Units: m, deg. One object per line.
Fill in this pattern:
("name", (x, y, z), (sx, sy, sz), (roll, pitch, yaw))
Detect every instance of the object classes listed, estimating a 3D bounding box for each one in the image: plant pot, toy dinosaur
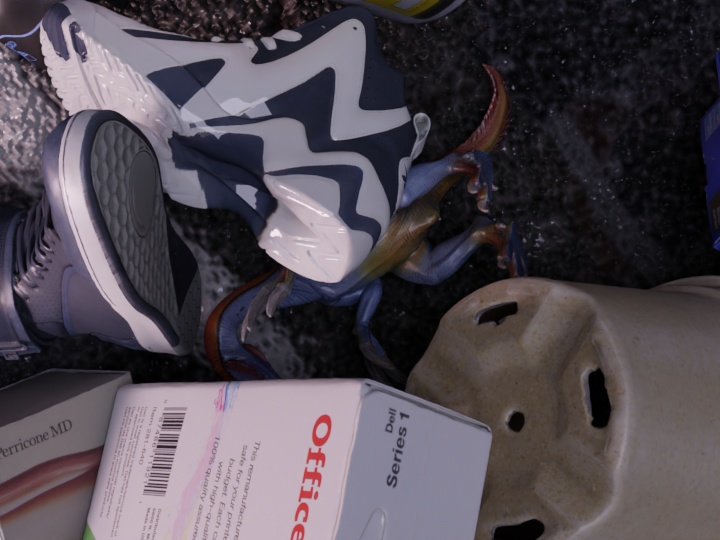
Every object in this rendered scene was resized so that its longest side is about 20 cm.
("plant pot", (0.125, 0.084, 0.725), (0.183, 0.200, 0.202), (17, 95, -46))
("toy dinosaur", (0.000, 0.000, 0.806), (0.180, 0.201, 0.105), (-15, 121, 25))

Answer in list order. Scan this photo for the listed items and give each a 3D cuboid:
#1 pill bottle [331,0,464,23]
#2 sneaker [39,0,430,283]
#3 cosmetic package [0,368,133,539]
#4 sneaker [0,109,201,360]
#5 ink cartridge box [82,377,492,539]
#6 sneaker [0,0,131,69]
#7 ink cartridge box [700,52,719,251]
("pill bottle", (-0.029, -0.194, 0.703), (0.199, 0.112, 0.113), (8, 97, -43))
("sneaker", (-0.052, -0.095, 0.734), (0.198, 0.080, 0.130), (30, 53, 14))
("cosmetic package", (-0.154, 0.162, 0.761), (0.103, 0.087, 0.202), (-23, 103, -41))
("sneaker", (-0.164, -0.014, 0.706), (0.145, 0.203, 0.078), (5, 65, 6))
("ink cartridge box", (-0.045, 0.130, 0.667), (0.084, 0.199, 0.146), (22, 72, -36))
("sneaker", (-0.118, -0.190, 0.757), (0.200, 0.070, 0.078), (-40, 118, -4))
("ink cartridge box", (0.262, -0.040, 0.793), (0.199, 0.137, 0.077), (29, 125, -11))
